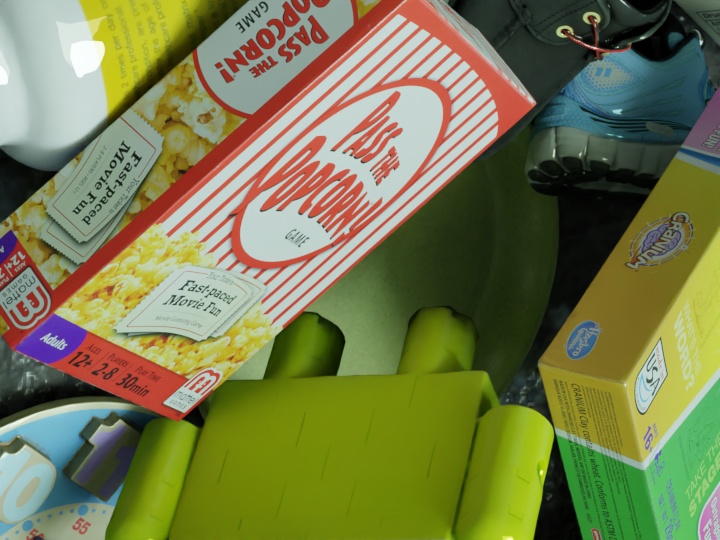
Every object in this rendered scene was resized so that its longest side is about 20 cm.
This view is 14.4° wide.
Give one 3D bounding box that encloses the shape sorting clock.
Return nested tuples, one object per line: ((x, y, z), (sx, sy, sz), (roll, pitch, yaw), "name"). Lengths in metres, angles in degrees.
((-0.128, 0.148, 1.215), (0.199, 0.039, 0.201), (-14, 115, -31), "shape sorting clock")

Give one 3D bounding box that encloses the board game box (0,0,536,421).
((-0.040, -0.035, 1.101), (0.200, 0.046, 0.151), (-42, 157, 8), "board game box")

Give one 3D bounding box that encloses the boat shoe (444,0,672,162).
((0.092, -0.121, 1.183), (0.073, 0.063, 0.202), (12, 122, -49), "boat shoe")

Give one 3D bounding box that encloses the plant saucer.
((0.000, 0.000, 1.254), (0.199, 0.031, 0.201), (-14, 115, -32), "plant saucer")

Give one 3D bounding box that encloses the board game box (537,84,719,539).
((0.148, 0.030, 1.206), (0.200, 0.040, 0.154), (-54, 142, -35), "board game box")

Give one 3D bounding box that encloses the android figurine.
((-0.014, 0.097, 1.139), (0.041, 0.181, 0.201), (68, 30, -42), "android figurine")

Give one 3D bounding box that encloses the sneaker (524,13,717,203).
((0.152, -0.075, 1.302), (0.199, 0.078, 0.091), (8, 79, -51), "sneaker")

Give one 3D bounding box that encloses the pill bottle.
((-0.098, -0.105, 1.090), (0.199, 0.111, 0.112), (-27, 122, -25), "pill bottle")

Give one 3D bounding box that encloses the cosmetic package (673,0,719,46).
((0.235, -0.104, 1.284), (0.200, 0.105, 0.071), (41, 68, -29), "cosmetic package")
